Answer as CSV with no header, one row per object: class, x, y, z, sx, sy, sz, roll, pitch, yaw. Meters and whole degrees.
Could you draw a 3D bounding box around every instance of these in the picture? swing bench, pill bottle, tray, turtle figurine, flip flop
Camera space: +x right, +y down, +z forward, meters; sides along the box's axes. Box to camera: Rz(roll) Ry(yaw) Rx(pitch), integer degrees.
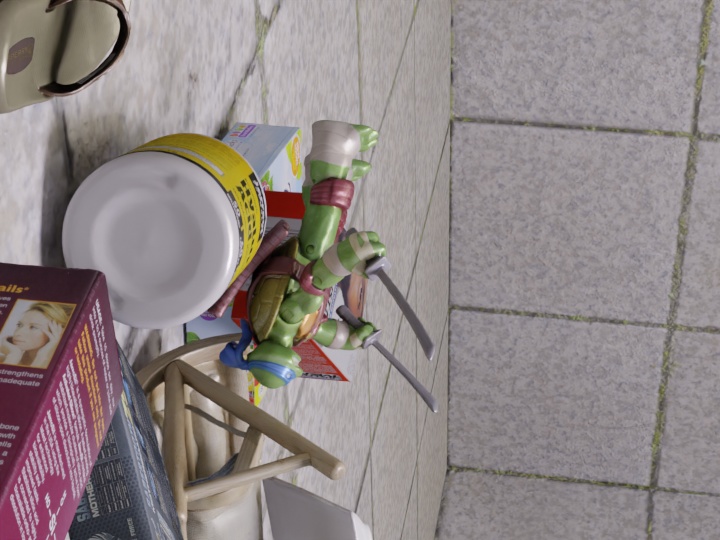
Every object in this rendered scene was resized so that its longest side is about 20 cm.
swing bench,-0.106,0.187,1.183,0.200,0.129,0.200,-134,-144,-53
pill bottle,-0.122,-0.034,1.063,0.200,0.111,0.112,-69,162,-78
tray,-0.026,0.216,1.203,0.200,0.022,0.108,-177,-103,-68
turtle figurine,0.000,0.000,1.173,0.144,0.199,0.195,37,55,-56
flip flop,-0.166,-0.137,0.914,0.200,0.057,0.081,-62,155,-69

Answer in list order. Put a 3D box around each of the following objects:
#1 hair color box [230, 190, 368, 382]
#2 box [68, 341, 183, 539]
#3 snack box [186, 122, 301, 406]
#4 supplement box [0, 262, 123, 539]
hair color box,-0.046,0.017,1.332,0.200,0.064,0.111,58,39,-71
box,-0.147,0.133,0.964,0.158,0.051,0.201,81,-10,-62
snack box,-0.099,-0.008,1.381,0.169,0.067,0.201,-62,156,-65
supplement box,-0.189,0.089,0.715,0.200,0.110,0.086,-75,167,-48
